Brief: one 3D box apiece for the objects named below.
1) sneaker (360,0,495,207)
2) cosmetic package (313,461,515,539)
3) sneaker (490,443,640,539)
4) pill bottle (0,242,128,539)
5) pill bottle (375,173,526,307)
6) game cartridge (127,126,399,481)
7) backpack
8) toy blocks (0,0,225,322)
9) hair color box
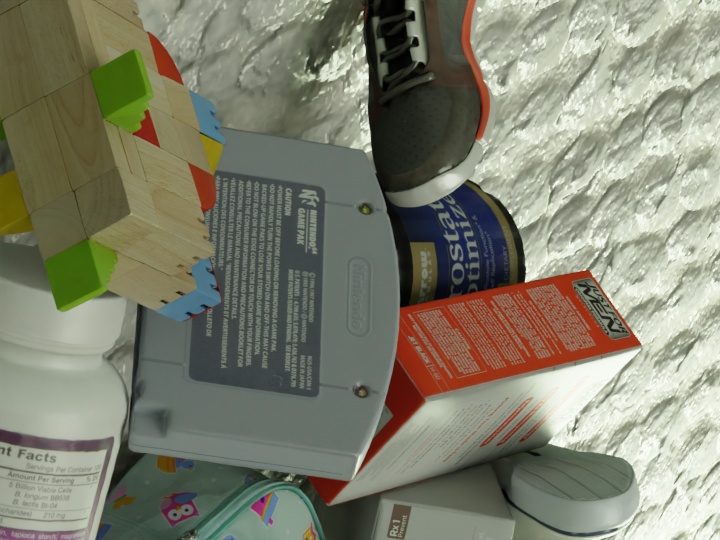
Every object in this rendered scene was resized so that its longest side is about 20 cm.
[{"bbox_3d":[0.024,-0.128,1.611,0.082,0.077,0.200,41,40,-43],"label":"sneaker"},{"bbox_3d":[0.027,0.146,1.711,0.090,0.200,0.107,8,110,-13],"label":"cosmetic package"},{"bbox_3d":[0.115,0.143,1.683,0.073,0.200,0.071,-6,94,-10],"label":"sneaker"},{"bbox_3d":[-0.176,0.093,1.431,0.112,0.112,0.200,-4,113,-57],"label":"pill bottle"},{"bbox_3d":[0.000,0.000,1.648,0.200,0.112,0.112,-2,111,-58],"label":"pill bottle"},{"bbox_3d":[-0.047,0.016,1.486,0.041,0.133,0.200,104,-10,-51],"label":"game cartridge"},{"bbox_3d":[-0.094,0.200,1.599,0.200,0.153,0.176,-55,143,-34],"label":"backpack"},{"bbox_3d":[-0.114,-0.064,1.396,0.100,0.200,0.137,-27,156,19],"label":"toy blocks"},{"bbox_3d":[0.057,0.063,1.628,0.200,0.061,0.102,-9,148,-49],"label":"hair color box"}]
